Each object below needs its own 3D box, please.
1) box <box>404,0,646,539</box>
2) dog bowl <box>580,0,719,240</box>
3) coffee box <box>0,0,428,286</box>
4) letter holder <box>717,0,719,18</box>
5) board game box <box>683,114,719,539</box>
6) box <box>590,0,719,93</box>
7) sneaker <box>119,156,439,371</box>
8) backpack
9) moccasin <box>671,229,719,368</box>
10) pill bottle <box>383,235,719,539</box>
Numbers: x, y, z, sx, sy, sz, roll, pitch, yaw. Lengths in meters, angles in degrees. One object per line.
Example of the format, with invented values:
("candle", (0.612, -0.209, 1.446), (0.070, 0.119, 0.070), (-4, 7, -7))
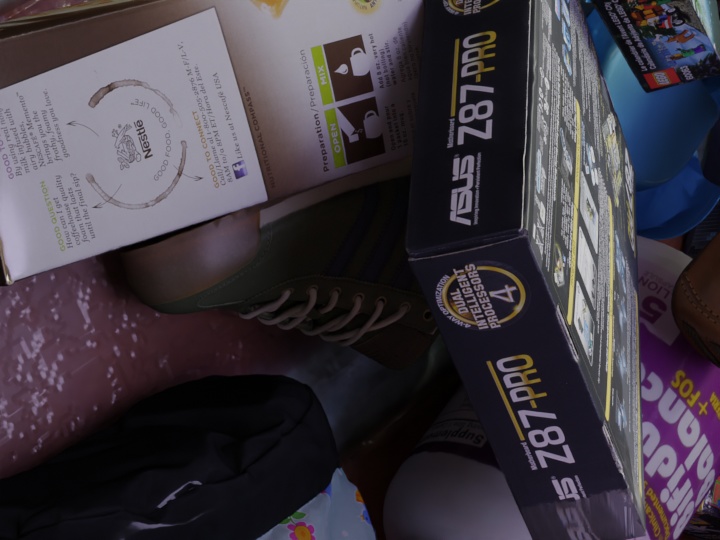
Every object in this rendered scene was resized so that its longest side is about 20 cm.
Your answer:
("box", (0.066, -0.023, 0.910), (0.201, 0.049, 0.162), (-85, 156, -45))
("dog bowl", (0.137, -0.101, 1.101), (0.112, 0.049, 0.200), (52, 60, -26))
("coffee box", (-0.082, -0.058, 0.879), (0.199, 0.114, 0.080), (-20, 102, -38))
("letter holder", (0.282, -0.114, 1.090), (0.199, 0.101, 0.143), (29, 99, -36))
("board game box", (0.218, 0.043, 1.159), (0.165, 0.057, 0.201), (26, 73, -34))
("box", (0.104, -0.193, 1.005), (0.137, 0.037, 0.201), (49, 33, -57))
("sneaker", (0.000, 0.000, 0.972), (0.200, 0.067, 0.090), (-24, 99, -40))
("backpack", (-0.053, 0.155, 0.889), (0.166, 0.126, 0.201), (-25, 107, -40))
("moccasin", (0.206, -0.041, 0.968), (0.201, 0.078, 0.074), (-47, 126, -14))
("pill bottle", (0.079, 0.089, 1.007), (0.112, 0.112, 0.200), (52, 59, -25))
